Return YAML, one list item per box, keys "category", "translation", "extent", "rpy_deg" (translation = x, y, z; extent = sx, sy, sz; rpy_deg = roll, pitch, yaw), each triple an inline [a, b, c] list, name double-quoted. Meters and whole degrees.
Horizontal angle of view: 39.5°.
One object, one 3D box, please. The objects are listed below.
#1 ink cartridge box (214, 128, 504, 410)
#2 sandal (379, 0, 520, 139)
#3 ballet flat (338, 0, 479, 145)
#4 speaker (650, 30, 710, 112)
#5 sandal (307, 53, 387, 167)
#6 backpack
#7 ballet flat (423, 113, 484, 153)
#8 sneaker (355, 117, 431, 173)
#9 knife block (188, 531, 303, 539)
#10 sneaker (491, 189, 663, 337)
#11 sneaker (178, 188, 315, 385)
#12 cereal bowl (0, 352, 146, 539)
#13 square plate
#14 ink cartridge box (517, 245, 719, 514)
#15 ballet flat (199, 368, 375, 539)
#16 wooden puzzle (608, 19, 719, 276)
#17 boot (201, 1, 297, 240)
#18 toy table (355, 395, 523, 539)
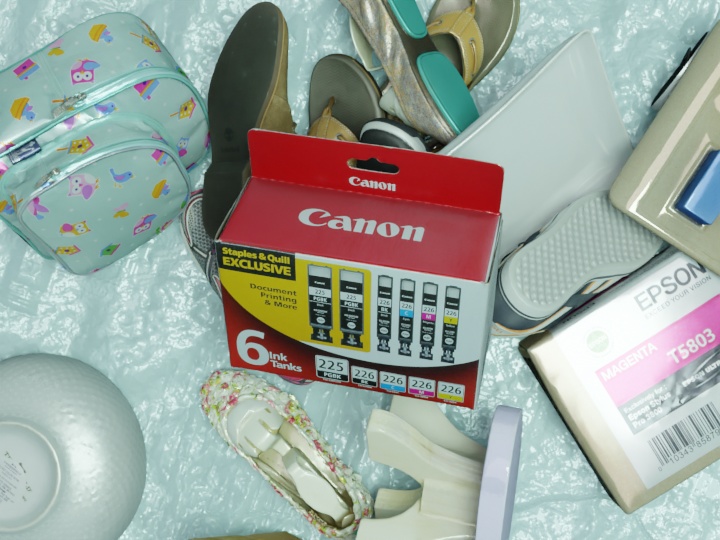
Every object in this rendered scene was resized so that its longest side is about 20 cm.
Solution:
- category: "ink cartridge box"
  translation: [0.000, 0.000, 0.744]
  extent: [0.198, 0.084, 0.177]
  rpy_deg: [8, 132, 10]
- category: "sandal"
  translation: [0.072, -0.188, 0.889]
  extent: [0.080, 0.054, 0.201]
  rpy_deg: [39, 92, 6]
- category: "ballet flat"
  translation: [0.038, -0.175, 0.852]
  extent: [0.067, 0.068, 0.201]
  rpy_deg: [-32, 80, 39]
- category: "speaker"
  translation: [0.349, -0.115, 0.854]
  extent: [0.199, 0.081, 0.081]
  rpy_deg: [38, 91, 4]
- category: "sandal"
  translation: [-0.026, -0.091, 0.883]
  extent: [0.081, 0.054, 0.202]
  rpy_deg: [9, 93, 30]
- category: "backpack"
  translation: [-0.222, -0.107, 0.843]
  extent: [0.200, 0.176, 0.153]
  rpy_deg: [-40, 66, -9]
- category: "ballet flat"
  translation: [0.111, -0.104, 0.877]
  extent: [0.199, 0.072, 0.073]
  rpy_deg: [-25, 86, 3]
- category: "sneaker"
  translation: [0.023, -0.023, 0.835]
  extent: [0.071, 0.083, 0.202]
  rpy_deg: [9, 119, 31]
- category: "knife block"
  translation: [-0.034, 0.279, 0.826]
  extent: [0.174, 0.199, 0.065]
  rpy_deg: [16, 89, 34]
- category: "sneaker"
  translation: [0.174, -0.007, 0.854]
  extent: [0.199, 0.079, 0.079]
  rpy_deg: [-25, 76, -34]
- category: "sneaker"
  translation: [-0.090, 0.010, 0.884]
  extent: [0.080, 0.075, 0.201]
  rpy_deg: [-37, 85, 3]
- category: "cereal bowl"
  translation: [-0.295, 0.175, 0.890]
  extent: [0.198, 0.083, 0.202]
  rpy_deg: [0, 88, 3]
- category: "square plate"
  translation: [0.131, -0.078, 0.829]
  extent: [0.200, 0.198, 0.028]
  rpy_deg: [-41, 52, 1]
- category: "ink cartridge box"
  translation: [0.261, 0.082, 0.857]
  extent: [0.199, 0.075, 0.166]
  rpy_deg: [-33, 87, 3]
- category: "ballet flat"
  translation: [-0.064, 0.159, 0.883]
  extent: [0.200, 0.064, 0.076]
  rpy_deg: [40, 90, 5]
- category: "wooden puzzle"
  translation: [0.328, -0.080, 0.793]
  extent: [0.199, 0.046, 0.186]
  rpy_deg: [33, 94, 5]
- category: "boot"
  translation: [-0.083, -0.123, 0.854]
  extent: [0.073, 0.075, 0.202]
  rpy_deg: [12, 96, 43]
- category: "toy table"
  translation: [0.066, 0.180, 0.819]
  extent: [0.116, 0.185, 0.201]
  rpy_deg: [9, 131, 12]
